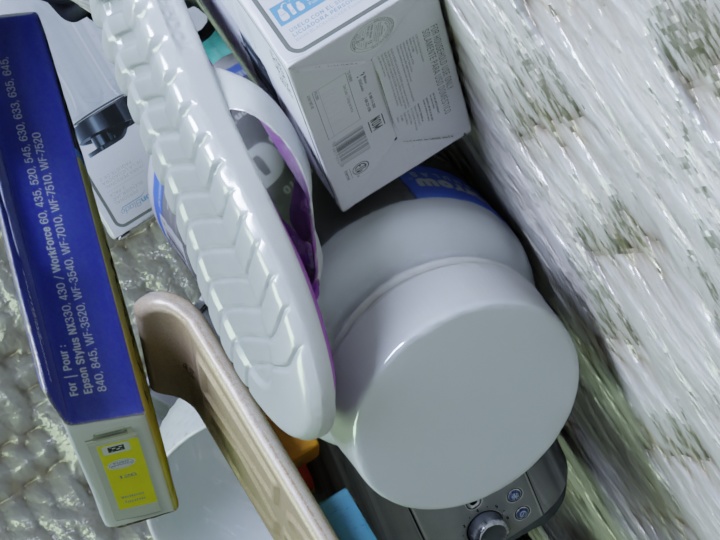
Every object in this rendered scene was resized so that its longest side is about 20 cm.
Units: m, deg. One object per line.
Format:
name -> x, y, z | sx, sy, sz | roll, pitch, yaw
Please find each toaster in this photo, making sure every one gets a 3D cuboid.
toaster -> 0.007, 0.040, 1.286 | 0.200, 0.113, 0.129 | 53, 169, 45

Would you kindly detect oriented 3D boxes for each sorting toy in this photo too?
sorting toy -> -0.025, 0.103, 1.207 | 0.200, 0.036, 0.185 | 54, 170, 10

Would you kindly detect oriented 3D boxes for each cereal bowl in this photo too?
cereal bowl -> -0.022, 0.108, 1.582 | 0.200, 0.199, 0.083 | 63, -161, -43

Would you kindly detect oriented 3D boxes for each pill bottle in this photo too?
pill bottle -> 0.000, 0.000, 1.109 | 0.200, 0.114, 0.114 | 51, 171, 48

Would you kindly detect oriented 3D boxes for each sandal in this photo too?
sandal -> -0.042, -0.038, 1.022 | 0.203, 0.050, 0.082 | 67, 160, 7

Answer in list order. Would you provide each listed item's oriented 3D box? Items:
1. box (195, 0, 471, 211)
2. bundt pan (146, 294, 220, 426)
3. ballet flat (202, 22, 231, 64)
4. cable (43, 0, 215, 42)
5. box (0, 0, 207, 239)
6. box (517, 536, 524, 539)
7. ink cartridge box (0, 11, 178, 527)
box -> -0.042, -0.133, 1.031 | 0.200, 0.060, 0.117 | 55, 173, 27
bundt pan -> -0.069, 0.064, 1.704 | 0.076, 0.202, 0.202 | 35, 171, 7
ballet flat -> -0.050, -0.085, 1.301 | 0.067, 0.070, 0.200 | 57, 174, 8
cable -> -0.164, -0.136, 1.132 | 0.200, 0.051, 0.163 | 26, -168, 34
box -> -0.134, -0.132, 1.457 | 0.200, 0.116, 0.060 | 59, 174, -18
box -> 0.033, 0.152, 1.756 | 0.164, 0.086, 0.200 | 57, 174, 4
ink cartridge box -> -0.131, -0.007, 1.235 | 0.200, 0.047, 0.198 | 92, 163, -69
